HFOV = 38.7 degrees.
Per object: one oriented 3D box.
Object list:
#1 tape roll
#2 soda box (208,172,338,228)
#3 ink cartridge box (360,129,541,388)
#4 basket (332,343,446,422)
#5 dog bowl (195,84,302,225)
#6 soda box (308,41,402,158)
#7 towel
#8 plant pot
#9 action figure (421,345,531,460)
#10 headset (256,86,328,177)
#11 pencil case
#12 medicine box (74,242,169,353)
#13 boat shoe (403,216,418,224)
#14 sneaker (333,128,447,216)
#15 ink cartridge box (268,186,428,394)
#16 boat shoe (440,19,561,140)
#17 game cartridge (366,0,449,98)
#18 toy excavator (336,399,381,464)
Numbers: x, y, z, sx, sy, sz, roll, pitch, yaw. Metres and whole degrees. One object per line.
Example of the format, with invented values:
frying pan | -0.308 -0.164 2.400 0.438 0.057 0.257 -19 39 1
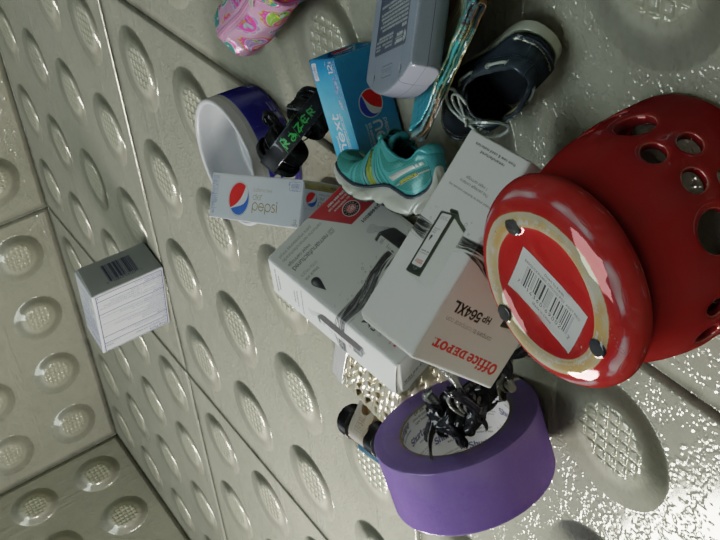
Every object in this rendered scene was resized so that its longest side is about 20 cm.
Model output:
tape roll | 0.120 0.208 1.186 0.199 0.198 0.086 17 131 58
soda box | -0.120 -0.094 1.388 0.198 0.067 0.065 10 95 45
ink cartridge box | 0.113 -0.005 0.961 0.145 0.202 0.084 24 -171 -48
basket | 0.056 0.086 1.287 0.124 0.134 0.202 47 150 28
dog bowl | -0.172 -0.176 1.562 0.200 0.078 0.202 44 148 38
soda box | 0.007 -0.165 1.229 0.064 0.067 0.203 16 127 58
towel | 0.081 -0.240 0.980 0.201 0.021 0.149 115 161 -59
plant pot | 0.213 -0.019 0.827 0.200 0.181 0.203 41 144 39
action figure | 0.123 0.108 1.096 0.102 0.200 0.119 45 -168 -15
headset | -0.094 -0.190 1.345 0.094 0.124 0.200 40 179 -4
pencil case | -0.127 -0.345 1.313 0.089 0.087 0.199 66 156 -3
medicine box | -0.561 0.065 2.429 0.103 0.180 0.202 47 150 33
boat shoe | 0.104 -0.065 1.135 0.199 0.072 0.065 5 129 60
sneaker | 0.037 -0.114 1.108 0.199 0.076 0.081 23 117 57
ink cartridge box | 0.016 0.016 1.159 0.199 0.144 0.084 38 160 19
boat shoe | 0.124 -0.167 0.990 0.075 0.062 0.200 40 156 -11
game cartridge | 0.046 -0.238 1.007 0.200 0.041 0.136 -152 65 -77
toy excavator | 0.064 0.253 1.475 0.099 0.198 0.197 21 87 56
